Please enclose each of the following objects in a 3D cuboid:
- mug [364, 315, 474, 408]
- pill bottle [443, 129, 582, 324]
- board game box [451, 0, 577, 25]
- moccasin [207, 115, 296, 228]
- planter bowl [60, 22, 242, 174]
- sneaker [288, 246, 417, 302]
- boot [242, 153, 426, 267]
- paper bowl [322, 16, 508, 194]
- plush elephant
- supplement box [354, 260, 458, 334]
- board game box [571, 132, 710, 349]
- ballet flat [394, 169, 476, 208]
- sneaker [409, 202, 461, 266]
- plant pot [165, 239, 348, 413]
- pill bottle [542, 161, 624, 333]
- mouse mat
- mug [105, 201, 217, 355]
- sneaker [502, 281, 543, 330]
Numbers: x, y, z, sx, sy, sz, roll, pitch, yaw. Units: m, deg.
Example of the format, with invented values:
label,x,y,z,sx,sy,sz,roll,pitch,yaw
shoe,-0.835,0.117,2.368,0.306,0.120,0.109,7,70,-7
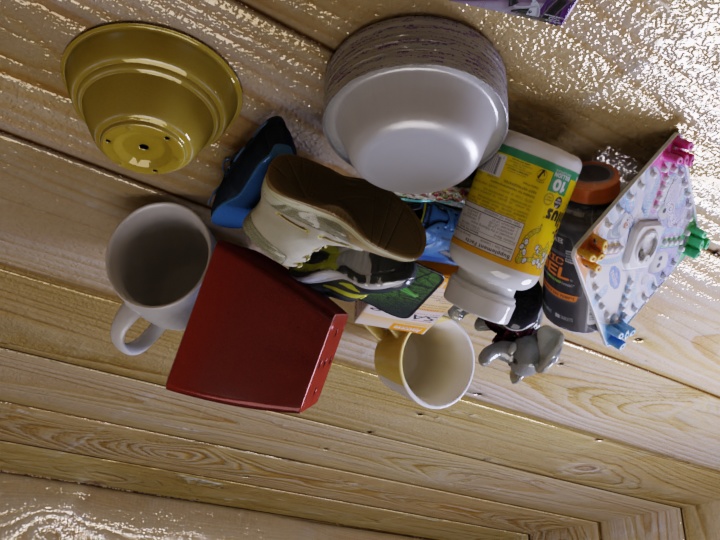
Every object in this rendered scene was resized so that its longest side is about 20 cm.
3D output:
label,x,y,z,sx,sy,sz,roll,pitch,yaw
mug,0.092,0.136,1.399,0.147,0.191,0.152,-18,-175,-25
pill bottle,0.167,-0.048,0.928,0.111,0.204,0.113,20,-171,-3
board game box,0.111,-0.280,0.697,0.195,0.033,0.121,8,148,-12
moccasin,-0.125,-0.115,0.985,0.079,0.070,0.199,9,153,-33
planter bowl,-0.229,-0.163,0.875,0.195,0.085,0.202,1,152,1
sneaker,0.000,0.000,1.064,0.197,0.076,0.084,5,155,40
boot,-0.034,-0.046,0.946,0.197,0.073,0.155,23,151,-12
paper bowl,0.057,-0.157,0.852,0.195,0.107,0.202,2,154,1
plush elephant,0.237,0.097,1.271,0.195,0.158,0.165,7,153,-10
supplement box,0.077,0.020,1.222,0.123,0.075,0.200,10,152,-14
board game box,0.347,-0.028,0.981,0.026,0.200,0.201,34,165,44
ballet flat,0.106,-0.115,0.987,0.196,0.076,0.065,8,124,-22
sneaker,0.117,-0.054,1.089,0.195,0.067,0.079,3,149,-2
plant pot,-0.124,0.091,1.110,0.173,0.204,0.200,20,180,8
pill bottle,0.284,-0.031,1.020,0.103,0.107,0.204,-2,122,7
mouse mat,0.005,0.003,1.131,0.197,0.008,0.161,24,150,-7
mug,-0.273,0.029,1.132,0.146,0.202,0.176,33,166,14
sneaker,0.202,0.035,1.117,0.070,0.201,0.084,-2,122,-2
